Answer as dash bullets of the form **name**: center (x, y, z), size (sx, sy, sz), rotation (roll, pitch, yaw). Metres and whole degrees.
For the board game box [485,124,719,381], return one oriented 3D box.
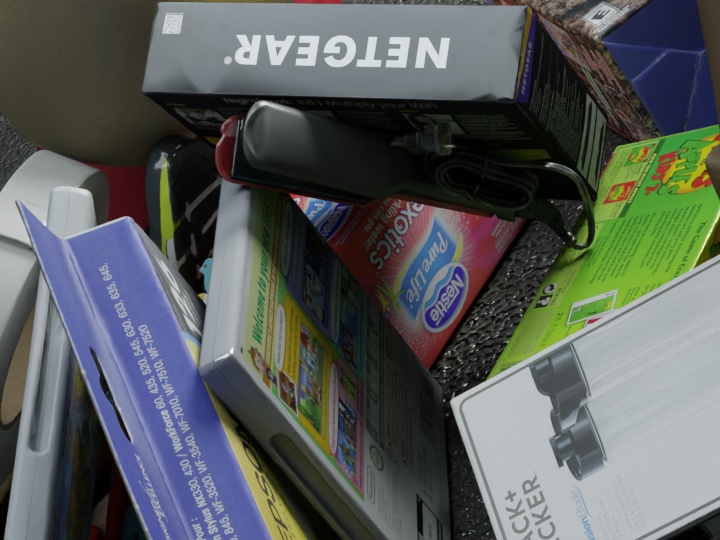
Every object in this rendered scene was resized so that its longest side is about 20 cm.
- **board game box**: center (0.145, 0.009, 1.119), size (0.102, 0.048, 0.200), rotation (-10, 36, 42)

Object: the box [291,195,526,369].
- **box**: center (0.000, 0.000, 1.261), size (0.100, 0.095, 0.200), rotation (-8, 38, 46)

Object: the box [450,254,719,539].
- **box**: center (0.149, 0.067, 0.954), size (0.200, 0.060, 0.117), rotation (-29, 52, 16)

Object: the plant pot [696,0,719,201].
- **plant pot**: center (0.235, -0.132, 1.030), size (0.200, 0.175, 0.200), rotation (-23, 5, 2)

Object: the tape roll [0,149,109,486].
- **tape roll**: center (-0.193, 0.032, 1.222), size (0.203, 0.037, 0.203), rotation (20, -90, -85)

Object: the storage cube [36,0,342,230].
- **storage cube**: center (-0.104, -0.117, 1.427), size (0.200, 0.180, 0.171), rotation (-27, -9, 20)

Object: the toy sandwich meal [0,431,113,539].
- **toy sandwich meal**: center (-0.213, 0.157, 1.292), size (0.205, 0.070, 0.205), rotation (-29, 26, 16)

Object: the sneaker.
- **sneaker**: center (-0.115, 0.001, 1.279), size (0.081, 0.200, 0.074), rotation (22, 46, 19)

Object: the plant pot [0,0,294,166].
- **plant pot**: center (-0.141, -0.137, 1.256), size (0.200, 0.200, 0.135), rotation (-115, 36, -64)

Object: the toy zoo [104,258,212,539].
- **toy zoo**: center (-0.084, 0.093, 1.170), size (0.131, 0.020, 0.200), rotation (-8, 72, 46)

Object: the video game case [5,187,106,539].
- **video game case**: center (-0.151, 0.078, 1.134), size (0.022, 0.200, 0.182), rotation (5, 70, -1)

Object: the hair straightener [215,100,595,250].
- **hair straightener**: center (0.033, -0.044, 1.090), size (0.077, 0.200, 0.041), rotation (157, 127, -65)

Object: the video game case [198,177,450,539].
- **video game case**: center (-0.014, 0.054, 1.085), size (0.022, 0.182, 0.200), rotation (-30, 26, 17)

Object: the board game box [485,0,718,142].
- **board game box**: center (0.184, -0.170, 1.316), size (0.159, 0.097, 0.200), rotation (-38, 26, -4)

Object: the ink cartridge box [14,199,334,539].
- **ink cartridge box**: center (-0.070, 0.076, 1.012), size (0.047, 0.200, 0.198), rotation (-28, 60, 3)

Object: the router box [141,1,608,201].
- **router box**: center (0.011, -0.086, 1.138), size (0.200, 0.157, 0.052), rotation (4, 76, 21)
